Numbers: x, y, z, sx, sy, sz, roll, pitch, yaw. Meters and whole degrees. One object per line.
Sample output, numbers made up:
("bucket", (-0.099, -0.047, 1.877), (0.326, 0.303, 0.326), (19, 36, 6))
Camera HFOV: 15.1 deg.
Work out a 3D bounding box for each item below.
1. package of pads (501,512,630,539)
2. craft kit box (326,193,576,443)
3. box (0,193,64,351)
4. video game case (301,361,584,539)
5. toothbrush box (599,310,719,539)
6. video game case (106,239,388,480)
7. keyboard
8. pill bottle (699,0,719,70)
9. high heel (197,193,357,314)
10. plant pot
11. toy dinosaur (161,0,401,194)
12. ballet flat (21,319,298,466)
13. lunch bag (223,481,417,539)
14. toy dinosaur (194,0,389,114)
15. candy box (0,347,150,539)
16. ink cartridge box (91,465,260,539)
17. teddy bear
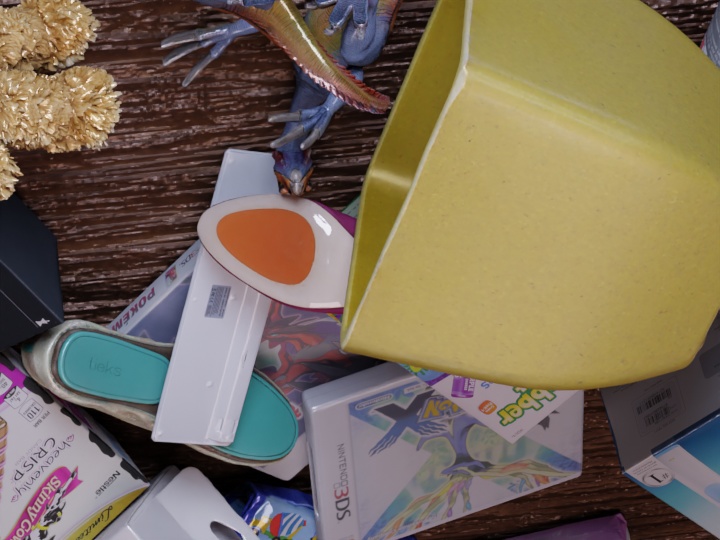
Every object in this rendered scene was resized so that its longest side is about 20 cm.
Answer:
("package of pads", (0.116, 0.262, 2.006), (0.199, 0.121, 0.076), (-13, 139, 1))
("craft kit box", (0.094, -0.006, 1.717), (0.197, 0.049, 0.200), (33, 120, -28))
("box", (-0.289, -0.021, 1.625), (0.141, 0.079, 0.200), (-22, 138, 16))
("video game case", (0.060, 0.113, 1.867), (0.199, 0.022, 0.183), (-18, 141, -11))
("toothbrush box", (0.286, 0.114, 1.904), (0.146, 0.086, 0.200), (-33, 136, 23))
("video game case", (-0.068, 0.057, 1.805), (0.200, 0.023, 0.182), (25, 128, -34))
("keyboard", (-0.083, 0.019, 1.703), (0.056, 0.011, 0.201), (8, 110, -22))
("pill bottle", (0.256, -0.115, 1.611), (0.115, 0.116, 0.200), (3, 138, -15))
("high heel", (0.000, 0.000, 1.666), (0.199, 0.068, 0.096), (19, -179, 8))
("plant pot", (0.119, -0.049, 1.535), (0.199, 0.195, 0.196), (19, 122, -7))
("toy dinosaur", (-0.007, -0.119, 1.560), (0.199, 0.105, 0.182), (-17, 155, -6))
("ballet flat", (-0.130, 0.074, 1.757), (0.199, 0.068, 0.062), (25, 168, -32))
("lunch bag", (-0.063, 0.229, 1.971), (0.150, 0.094, 0.200), (22, 117, -31))
("toy dinosaur", (-0.099, -0.164, 1.439), (0.105, 0.181, 0.201), (-34, 120, -33))
("candy box", (-0.248, 0.125, 1.773), (0.136, 0.061, 0.200), (-44, 138, 0))
("ink cartridge box", (-0.153, 0.240, 1.851), (0.200, 0.125, 0.129), (-42, 94, 18))
("teddy bear", (-0.229, -0.101, 1.497), (0.199, 0.146, 0.067), (3, 166, -17))
